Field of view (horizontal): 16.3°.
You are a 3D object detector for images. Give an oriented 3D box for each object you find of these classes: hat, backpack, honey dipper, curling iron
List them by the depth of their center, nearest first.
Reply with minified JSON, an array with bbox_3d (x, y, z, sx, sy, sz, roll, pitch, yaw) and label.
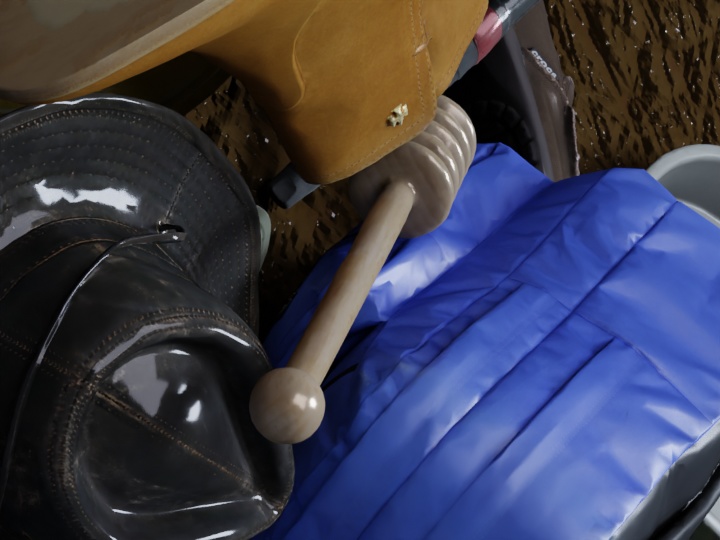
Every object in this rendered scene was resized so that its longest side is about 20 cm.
[{"bbox_3d":[-0.069,0.045,0.784,0.201,0.081,0.201,-29,129,-43],"label":"hat"},{"bbox_3d":[0.000,0.000,0.814,0.038,0.038,0.200,53,29,-16],"label":"honey dipper"},{"bbox_3d":[0.037,0.066,0.906,0.168,0.163,0.200,35,44,7],"label":"backpack"},{"bbox_3d":[0.034,-0.096,1.005,0.200,0.050,0.026,-48,152,-13],"label":"curling iron"}]

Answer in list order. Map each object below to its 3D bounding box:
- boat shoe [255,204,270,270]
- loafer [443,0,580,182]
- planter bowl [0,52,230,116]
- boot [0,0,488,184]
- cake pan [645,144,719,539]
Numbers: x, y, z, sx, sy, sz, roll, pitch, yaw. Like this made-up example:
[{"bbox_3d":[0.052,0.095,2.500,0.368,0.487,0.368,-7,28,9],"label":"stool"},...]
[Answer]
[{"bbox_3d":[-0.115,0.008,0.839,0.066,0.075,0.199,32,42,29],"label":"boat shoe"},{"bbox_3d":[0.066,-0.058,1.048,0.071,0.073,0.200,8,68,-43],"label":"loafer"},{"bbox_3d":[-0.114,-0.134,0.797,0.083,0.200,0.201,-177,-116,-87],"label":"planter bowl"},{"bbox_3d":[-0.027,-0.072,0.781,0.201,0.071,0.144,-42,147,-25],"label":"boot"},{"bbox_3d":[0.168,0.043,1.138,0.200,0.037,0.200,21,59,-40],"label":"cake pan"}]
